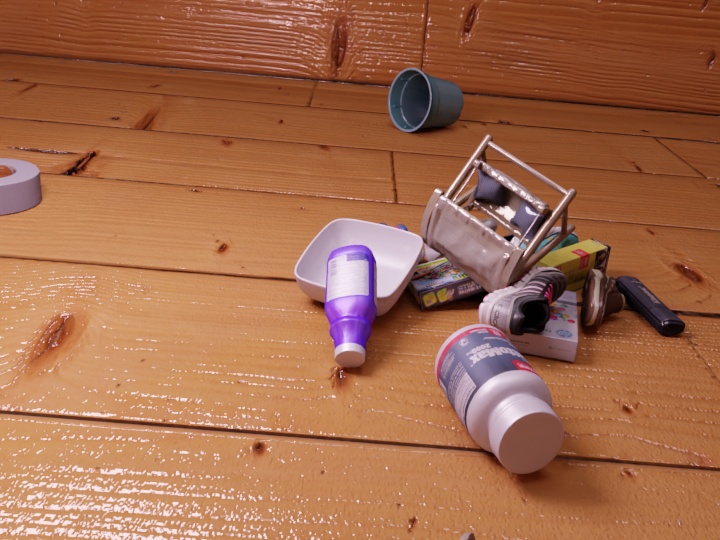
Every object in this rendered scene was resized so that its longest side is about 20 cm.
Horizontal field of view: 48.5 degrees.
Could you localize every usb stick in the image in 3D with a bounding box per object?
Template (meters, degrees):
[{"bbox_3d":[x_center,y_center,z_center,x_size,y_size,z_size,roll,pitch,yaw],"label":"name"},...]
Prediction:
[{"bbox_3d":[0.531,0.062,1.478,0.054,0.033,0.201,1,24,-8],"label":"usb stick"}]

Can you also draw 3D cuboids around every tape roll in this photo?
[{"bbox_3d":[-0.791,-0.182,1.719,0.196,0.067,0.201,5,24,-2],"label":"tape roll"}]

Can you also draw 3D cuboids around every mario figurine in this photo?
[{"bbox_3d":[0.055,-0.034,1.578,0.122,0.107,0.200,-30,9,10],"label":"mario figurine"}]

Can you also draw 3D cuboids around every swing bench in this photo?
[{"bbox_3d":[0.233,-0.085,1.374,0.200,0.130,0.198,-45,60,-12],"label":"swing bench"}]

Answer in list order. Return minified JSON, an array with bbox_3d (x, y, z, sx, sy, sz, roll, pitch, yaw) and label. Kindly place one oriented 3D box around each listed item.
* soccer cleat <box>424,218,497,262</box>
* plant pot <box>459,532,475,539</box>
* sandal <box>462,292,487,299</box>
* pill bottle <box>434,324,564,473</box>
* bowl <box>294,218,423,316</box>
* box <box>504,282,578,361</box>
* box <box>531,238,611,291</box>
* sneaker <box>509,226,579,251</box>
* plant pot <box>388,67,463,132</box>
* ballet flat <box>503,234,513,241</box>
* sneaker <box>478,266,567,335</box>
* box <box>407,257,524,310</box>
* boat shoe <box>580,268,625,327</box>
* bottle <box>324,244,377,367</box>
[{"bbox_3d":[0.184,-0.069,1.535,0.068,0.079,0.199,-10,-12,-34],"label":"soccer cleat"},{"bbox_3d":[-0.001,0.311,0.636,0.180,0.204,0.201,-2,21,15],"label":"plant pot"},{"bbox_3d":[0.246,0.006,1.525,0.075,0.049,0.199,23,29,37],"label":"sandal"},{"bbox_3d":[0.184,0.168,1.056,0.117,0.122,0.200,-2,25,-16],"label":"pill bottle"},{"bbox_3d":[0.000,0.000,1.414,0.196,0.076,0.201,14,43,20],"label":"bowl"},{"bbox_3d":[0.293,0.081,1.376,0.153,0.042,0.200,9,25,11],"label":"box"},{"bbox_3d":[0.406,-0.004,1.551,0.198,0.077,0.050,-14,30,-39],"label":"box"},{"bbox_3d":[0.382,-0.035,1.646,0.197,0.078,0.080,-11,54,-36],"label":"sneaker"},{"bbox_3d":[0.227,-0.559,2.652,0.194,0.204,0.199,-6,25,-42],"label":"plant pot"},{"bbox_3d":[0.306,-0.064,1.686,0.197,0.058,0.066,-11,27,-33],"label":"ballet flat"},{"bbox_3d":[0.282,0.056,1.293,0.198,0.075,0.087,-20,34,-37],"label":"sneaker"},{"bbox_3d":[0.187,0.007,1.461,0.196,0.035,0.110,-16,26,-8],"label":"box"},{"bbox_3d":[0.442,0.048,1.443,0.073,0.076,0.203,16,25,11],"label":"boat shoe"},{"bbox_3d":[-0.015,0.054,1.255,0.082,0.066,0.203,-10,50,12],"label":"bottle"}]
